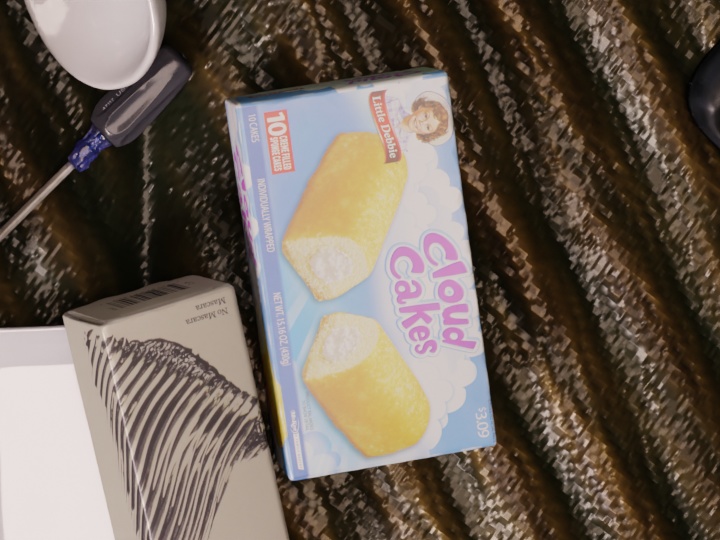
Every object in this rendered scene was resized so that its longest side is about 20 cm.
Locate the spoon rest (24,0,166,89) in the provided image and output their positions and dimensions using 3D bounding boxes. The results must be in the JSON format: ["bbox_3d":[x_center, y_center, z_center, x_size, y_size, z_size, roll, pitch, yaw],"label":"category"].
[{"bbox_3d":[-0.158,-0.189,1.344,0.060,0.099,0.201,-22,93,-42],"label":"spoon rest"}]

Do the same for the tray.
[{"bbox_3d":[-0.161,0.128,1.402,0.107,0.022,0.202,-3,96,-8],"label":"tray"}]

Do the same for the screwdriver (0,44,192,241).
[{"bbox_3d":[-0.163,-0.042,1.385,0.029,0.028,0.200,41,90,18],"label":"screwdriver"}]

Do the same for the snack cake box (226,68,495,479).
[{"bbox_3d":[0.000,0.000,1.385,0.114,0.067,0.202,-9,97,-7],"label":"snack cake box"}]

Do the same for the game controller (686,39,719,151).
[{"bbox_3d":[0.276,-0.066,1.451,0.200,0.042,0.104,43,102,-10],"label":"game controller"}]

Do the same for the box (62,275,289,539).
[{"bbox_3d":[-0.091,0.109,1.369,0.082,0.068,0.201,-18,101,-23],"label":"box"}]
